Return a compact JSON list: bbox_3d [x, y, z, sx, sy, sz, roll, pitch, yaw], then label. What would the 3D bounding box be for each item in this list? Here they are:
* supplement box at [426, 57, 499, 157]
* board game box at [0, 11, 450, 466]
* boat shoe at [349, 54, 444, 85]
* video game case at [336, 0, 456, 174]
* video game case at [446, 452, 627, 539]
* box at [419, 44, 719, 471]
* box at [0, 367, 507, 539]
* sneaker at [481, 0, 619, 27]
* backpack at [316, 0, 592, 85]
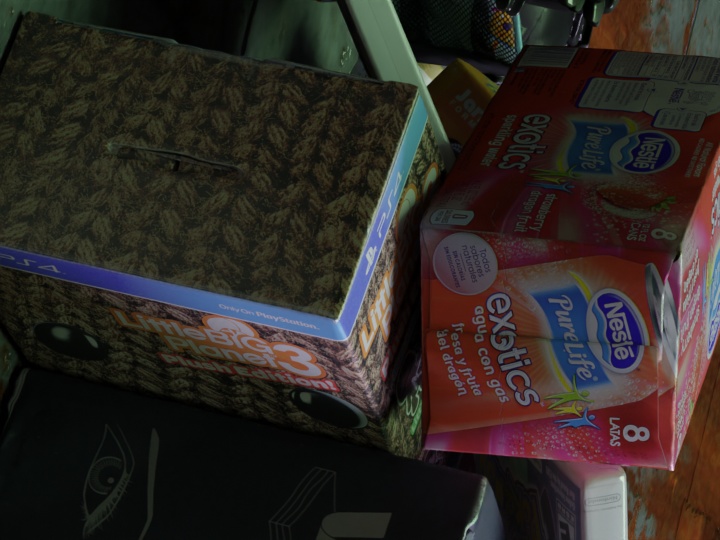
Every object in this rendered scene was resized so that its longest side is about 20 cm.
[{"bbox_3d":[0.000,0.000,1.299,0.200,0.067,0.069,-45,161,5],"label":"supplement box"},{"bbox_3d":[-0.049,0.003,1.146,0.200,0.159,0.097,67,39,-62],"label":"board game box"},{"bbox_3d":[0.004,-0.044,1.467,0.069,0.071,0.200,-46,159,-20],"label":"boat shoe"},{"bbox_3d":[-0.005,-0.123,1.208,0.200,0.018,0.143,-109,176,-74],"label":"video game case"},{"bbox_3d":[0.068,0.132,1.235,0.200,0.023,0.183,-135,-141,-64],"label":"video game case"},{"bbox_3d":[0.091,-0.010,1.147,0.200,0.099,0.096,-59,151,-62],"label":"box"},{"bbox_3d":[-0.063,0.166,1.142,0.117,0.200,0.197,71,35,-60],"label":"box"},{"bbox_3d":[0.055,-0.168,1.181,0.200,0.071,0.098,22,80,-61],"label":"sneaker"},{"bbox_3d":[0.051,-0.210,1.336,0.176,0.153,0.200,-54,153,-44],"label":"backpack"}]
